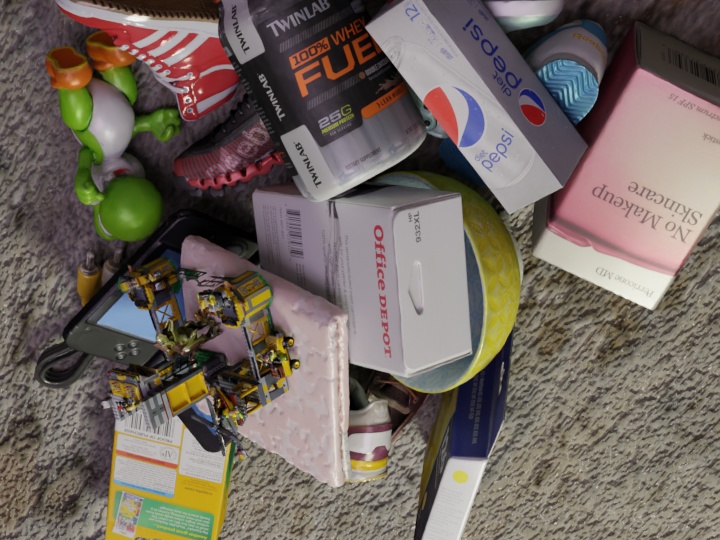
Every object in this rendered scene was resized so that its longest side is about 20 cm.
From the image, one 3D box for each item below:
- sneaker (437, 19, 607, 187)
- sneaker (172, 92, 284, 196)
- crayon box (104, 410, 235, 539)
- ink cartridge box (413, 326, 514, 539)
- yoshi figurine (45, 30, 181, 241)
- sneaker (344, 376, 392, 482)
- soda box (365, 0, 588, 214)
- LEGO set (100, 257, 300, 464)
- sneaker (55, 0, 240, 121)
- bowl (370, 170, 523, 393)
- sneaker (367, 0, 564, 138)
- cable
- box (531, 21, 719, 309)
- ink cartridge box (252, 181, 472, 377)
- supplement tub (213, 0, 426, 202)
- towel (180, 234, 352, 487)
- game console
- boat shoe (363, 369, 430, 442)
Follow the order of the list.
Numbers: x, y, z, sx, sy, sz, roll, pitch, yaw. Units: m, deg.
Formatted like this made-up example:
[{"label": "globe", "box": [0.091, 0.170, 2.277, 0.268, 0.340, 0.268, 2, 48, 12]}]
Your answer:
[{"label": "sneaker", "box": [0.146, -0.142, 1.267, 0.076, 0.081, 0.200, 39, 139, -14]}, {"label": "sneaker", "box": [-0.091, -0.134, 1.314, 0.199, 0.071, 0.098, -18, 115, 17]}, {"label": "crayon box", "box": [-0.203, 0.217, 1.550, 0.125, 0.052, 0.201, 13, 121, 3]}, {"label": "ink cartridge box", "box": [0.096, 0.157, 1.374, 0.047, 0.198, 0.201, 14, 121, 1]}, {"label": "yoshi figurine", "box": [-0.224, -0.110, 1.334, 0.111, 0.112, 0.202, -3, 122, 4]}, {"label": "sneaker", "box": [-0.041, 0.136, 1.433, 0.199, 0.075, 0.091, 19, 107, 42]}, {"label": "soda box", "box": [0.096, -0.149, 1.177, 0.063, 0.068, 0.200, -26, 109, 43]}, {"label": "LEGO set", "box": [-0.162, 0.074, 1.274, 0.199, 0.115, 0.155, 17, 125, 41]}, {"label": "sneaker", "box": [-0.181, -0.194, 1.259, 0.198, 0.072, 0.113, 4, 132, -31]}, {"label": "bowl", "box": [0.085, 0.002, 1.324, 0.199, 0.107, 0.202, 20, 116, 48]}, {"label": "sneaker", "box": [0.091, -0.180, 1.250, 0.199, 0.074, 0.119, -7, 112, 25]}, {"label": "cable", "box": [-0.267, 0.054, 1.486, 0.096, 0.051, 0.200, 15, 137, -23]}, {"label": "box", "box": [0.247, -0.090, 1.254, 0.127, 0.109, 0.201, 23, 121, -4]}, {"label": "ink cartridge box", "box": [0.000, 0.000, 1.275, 0.199, 0.083, 0.147, 10, 110, 50]}, {"label": "supplement tub", "box": [-0.038, -0.170, 1.201, 0.122, 0.123, 0.201, -25, 100, 23]}, {"label": "towel", "box": [-0.085, 0.081, 1.314, 0.199, 0.032, 0.193, 24, 130, 36]}, {"label": "game console", "box": [-0.158, 0.063, 1.399, 0.200, 0.117, 0.175, -43, 140, 22]}, {"label": "boat shoe", "box": [0.041, 0.114, 1.432, 0.072, 0.072, 0.201, 30, 121, -7]}]
